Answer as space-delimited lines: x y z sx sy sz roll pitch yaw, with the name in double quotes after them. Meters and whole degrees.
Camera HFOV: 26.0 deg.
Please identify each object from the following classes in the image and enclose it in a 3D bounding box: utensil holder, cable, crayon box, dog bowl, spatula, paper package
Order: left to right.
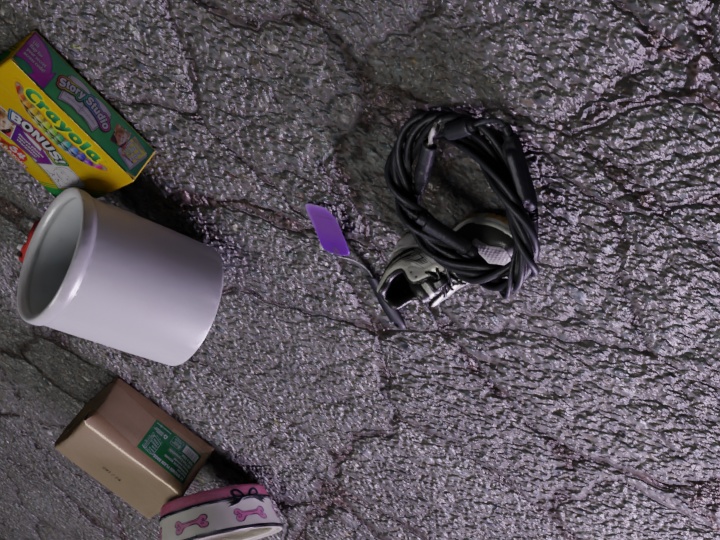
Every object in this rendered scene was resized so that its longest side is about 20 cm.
-0.367 -0.173 1.858 0.200 0.058 0.172 45 148 -20 "crayon box"
-0.290 0.014 1.893 0.199 0.171 0.170 23 157 -29 "utensil holder"
-0.361 0.283 2.471 0.200 0.104 0.191 39 150 -8 "paper package"
-0.224 0.388 2.429 0.199 0.074 0.200 -13 165 -3 "dog bowl"
0.000 0.000 1.794 0.056 0.021 0.200 14 149 52 "spatula"
0.102 -0.059 1.530 0.162 0.051 0.201 -3 117 37 "cable"

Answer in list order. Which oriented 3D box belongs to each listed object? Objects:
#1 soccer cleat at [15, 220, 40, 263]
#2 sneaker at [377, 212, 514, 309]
-0.423 -0.006 2.156 0.085 0.069 0.200 20 152 5 "soccer cleat"
0.097 0.001 1.639 0.076 0.088 0.199 47 146 -19 "sneaker"
